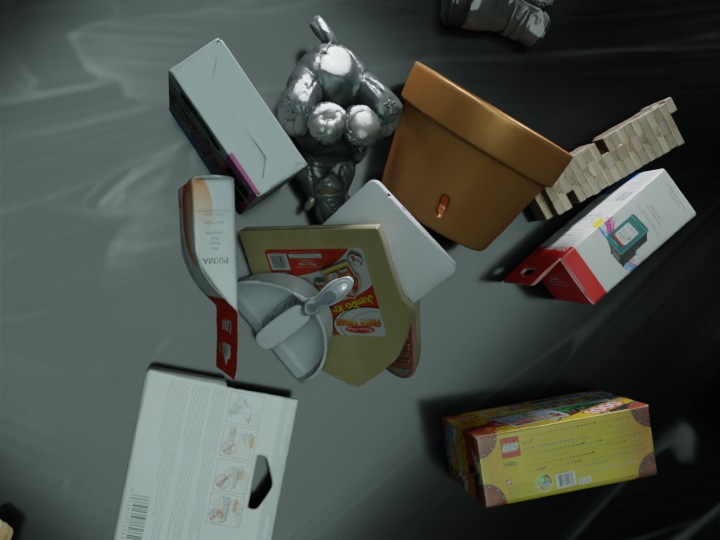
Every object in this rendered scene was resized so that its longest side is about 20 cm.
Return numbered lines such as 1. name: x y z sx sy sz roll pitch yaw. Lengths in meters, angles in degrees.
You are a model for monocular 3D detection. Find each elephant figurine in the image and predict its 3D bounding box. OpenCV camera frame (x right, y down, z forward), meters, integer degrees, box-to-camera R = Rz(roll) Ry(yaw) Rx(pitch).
1. elephant figurine: -0.041 -0.136 1.112 0.140 0.201 0.156 31 59 7

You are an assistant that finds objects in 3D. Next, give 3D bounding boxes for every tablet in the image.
1. tablet: 0.000 0.000 1.095 0.130 0.200 0.014 46 41 -6

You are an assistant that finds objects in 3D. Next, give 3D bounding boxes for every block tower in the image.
1. block tower: 0.287 -0.130 1.191 0.198 0.054 0.058 -31 96 -7

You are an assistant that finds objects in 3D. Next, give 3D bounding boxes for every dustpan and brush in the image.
1. dustpan and brush: -0.063 0.044 1.069 0.140 0.057 0.199 49 128 -7

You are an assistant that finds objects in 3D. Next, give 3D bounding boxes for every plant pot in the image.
1. plant pot: 0.111 -0.117 1.103 0.198 0.200 0.141 30 102 -8

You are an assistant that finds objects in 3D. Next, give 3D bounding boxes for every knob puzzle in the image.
1. knob puzzle: -0.026 0.037 1.105 0.220 0.219 0.031 46 41 -6

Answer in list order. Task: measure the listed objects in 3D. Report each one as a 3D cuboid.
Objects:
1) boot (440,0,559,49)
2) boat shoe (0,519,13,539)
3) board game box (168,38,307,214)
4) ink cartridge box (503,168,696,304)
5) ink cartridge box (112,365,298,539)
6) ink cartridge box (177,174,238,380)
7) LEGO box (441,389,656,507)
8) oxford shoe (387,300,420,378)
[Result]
1. boot: 0.172 -0.368 1.171 0.129 0.070 0.204 8 100 -12
2. boat shoe: -0.405 0.365 1.079 0.066 0.074 0.203 20 89 -21
3. board game box: -0.133 -0.141 1.048 0.064 0.200 0.149 -35 95 -9
4. ink cartridge box: 0.270 -0.026 1.157 0.199 0.116 0.068 -40 97 -6
5. ink cartridge box: -0.172 0.221 1.124 0.171 0.044 0.204 12 88 -10
6. ink cartridge box: -0.163 0.007 1.064 0.049 0.162 0.204 1 90 -15
7. LEGO box: 0.207 0.195 1.132 0.196 0.149 0.079 -9 91 -10
8. oxford shoe: 0.049 0.021 1.146 0.073 0.070 0.204 -24 114 -45
